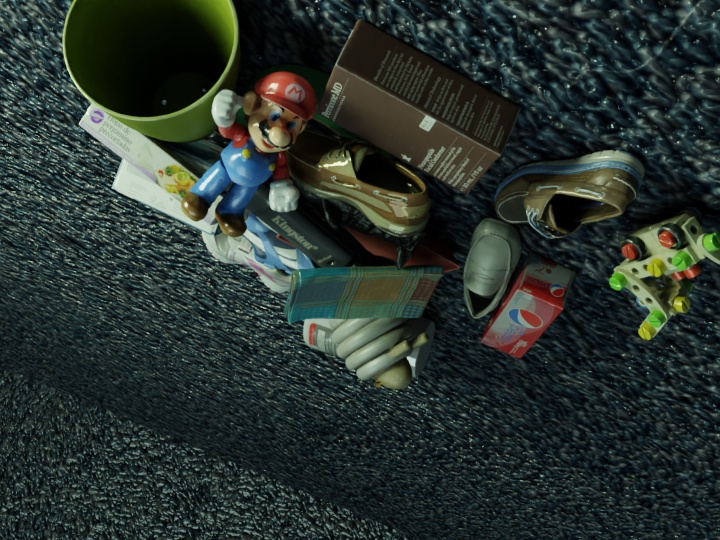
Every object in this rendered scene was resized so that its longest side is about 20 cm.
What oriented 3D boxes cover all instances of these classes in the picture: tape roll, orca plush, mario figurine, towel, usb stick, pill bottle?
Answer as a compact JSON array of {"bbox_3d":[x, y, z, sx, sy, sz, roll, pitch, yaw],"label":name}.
[{"bbox_3d":[-0.060,-0.168,1.102,0.199,0.048,0.201,19,154,10],"label":"tape roll"},{"bbox_3d":[-0.021,-0.065,1.089,0.200,0.071,0.105,44,139,-15],"label":"orca plush"},{"bbox_3d":[-0.115,-0.124,0.958,0.106,0.201,0.123,44,-156,18],"label":"mario figurine"},{"bbox_3d":[0.001,0.033,1.181,0.198,0.022,0.147,-1,154,-10],"label":"towel"},{"bbox_3d":[-0.085,-0.062,1.095,0.055,0.033,0.200,-32,125,29],"label":"usb stick"},{"bbox_3d":[0.016,0.102,1.465,0.198,0.115,0.114,17,153,17],"label":"pill bottle"}]

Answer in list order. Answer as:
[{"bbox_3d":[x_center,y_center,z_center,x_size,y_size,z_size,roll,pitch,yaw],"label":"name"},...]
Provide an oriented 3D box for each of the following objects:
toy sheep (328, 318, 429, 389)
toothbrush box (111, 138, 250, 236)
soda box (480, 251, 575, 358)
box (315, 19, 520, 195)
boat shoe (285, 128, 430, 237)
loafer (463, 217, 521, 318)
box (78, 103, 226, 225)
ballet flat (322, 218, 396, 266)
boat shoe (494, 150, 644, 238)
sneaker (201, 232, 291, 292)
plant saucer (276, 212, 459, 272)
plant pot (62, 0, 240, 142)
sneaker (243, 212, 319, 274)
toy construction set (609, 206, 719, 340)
[{"bbox_3d":[0.018,0.090,1.338,0.201,0.137,0.138,62,157,12],"label":"toy sheep"},{"bbox_3d":[-0.220,-0.123,1.176,0.145,0.086,0.200,25,-171,2],"label":"toothbrush box"},{"bbox_3d":[0.232,0.054,1.243,0.069,0.064,0.200,23,154,4],"label":"soda box"},{"bbox_3d":[0.060,-0.174,0.957,0.199,0.075,0.100,29,154,-3],"label":"box"},{"bbox_3d":[-0.004,-0.117,1.005,0.199,0.076,0.074,29,145,12],"label":"boat shoe"},{"bbox_3d":[0.174,0.001,1.185,0.069,0.070,0.201,18,153,15],"label":"loafer"},{"bbox_3d":[-0.243,-0.129,1.056,0.199,0.039,0.041,38,-173,-1],"label":"box"},{"bbox_3d":[0.000,0.000,1.224,0.073,0.074,0.199,-2,155,43],"label":"ballet flat"},{"bbox_3d":[0.220,-0.079,0.991,0.072,0.073,0.199,37,152,-24],"label":"boat shoe"},{"bbox_3d":[-0.160,-0.038,1.410,0.199,0.082,0.088,31,154,-30],"label":"sneaker"},{"bbox_3d":[0.011,-0.041,1.258,0.199,0.037,0.199,26,156,-30],"label":"plant saucer"},{"bbox_3d":[-0.216,-0.226,1.016,0.186,0.189,0.200,22,170,6],"label":"plant pot"},{"bbox_3d":[-0.113,-0.035,1.351,0.082,0.074,0.200,-29,117,30],"label":"sneaker"},{"bbox_3d":[0.365,-0.001,0.988,0.132,0.092,0.200,54,141,-4],"label":"toy construction set"}]
